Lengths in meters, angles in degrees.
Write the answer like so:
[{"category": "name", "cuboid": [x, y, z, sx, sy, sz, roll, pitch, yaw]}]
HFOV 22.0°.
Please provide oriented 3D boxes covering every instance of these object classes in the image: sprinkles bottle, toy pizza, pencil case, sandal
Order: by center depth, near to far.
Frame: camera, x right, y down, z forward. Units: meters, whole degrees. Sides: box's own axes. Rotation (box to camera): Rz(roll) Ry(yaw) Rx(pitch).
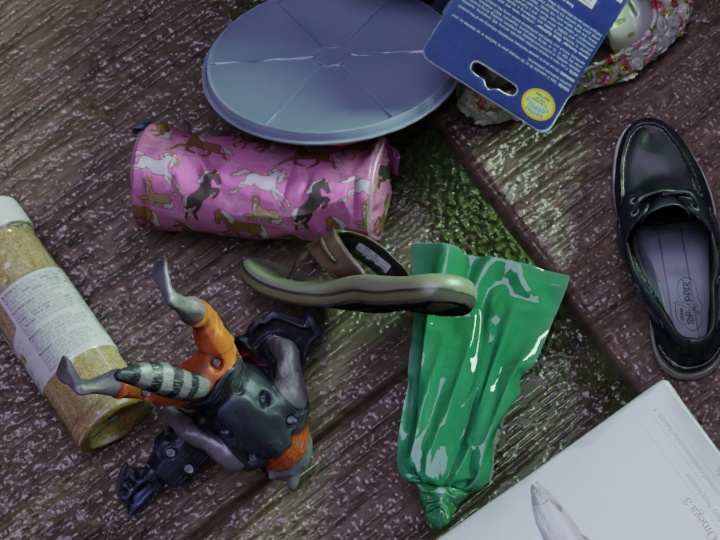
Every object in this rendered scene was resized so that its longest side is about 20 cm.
[{"category": "sandal", "cuboid": [0.001, 0.000, 1.326, 0.200, 0.080, 0.058, 2, 86, 39]}, {"category": "sprinkles bottle", "cuboid": [-0.234, 0.038, 1.383, 0.068, 0.068, 0.200, -36, 71, -4]}, {"category": "pencil case", "cuboid": [-0.073, -0.066, 1.386, 0.199, 0.083, 0.087, 6, 87, 11]}, {"category": "toy pizza", "cuboid": [-0.020, -0.149, 1.397, 0.199, 0.032, 0.201, -4, 42, 3]}]

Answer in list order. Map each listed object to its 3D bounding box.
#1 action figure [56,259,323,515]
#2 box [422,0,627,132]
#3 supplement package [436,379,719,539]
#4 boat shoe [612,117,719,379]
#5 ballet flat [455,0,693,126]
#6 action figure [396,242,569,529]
[{"category": "action figure", "cuboid": [-0.116, 0.104, 1.298, 0.200, 0.193, 0.105, -51, 31, 11]}, {"category": "box", "cuboid": [0.135, -0.212, 1.324, 0.121, 0.032, 0.201, 30, 95, -22]}, {"category": "supplement package", "cuboid": [0.159, 0.186, 1.249, 0.200, 0.117, 0.117, -35, 71, -3]}, {"category": "boat shoe", "cuboid": [0.222, -0.025, 1.335, 0.074, 0.066, 0.201, -5, 71, 7]}, {"category": "ballet flat", "cuboid": [0.162, -0.169, 1.392, 0.199, 0.064, 0.076, -29, 73, -2]}, {"category": "action figure", "cuboid": [0.072, 0.087, 1.328, 0.117, 0.055, 0.201, 11, 70, 10]}]
